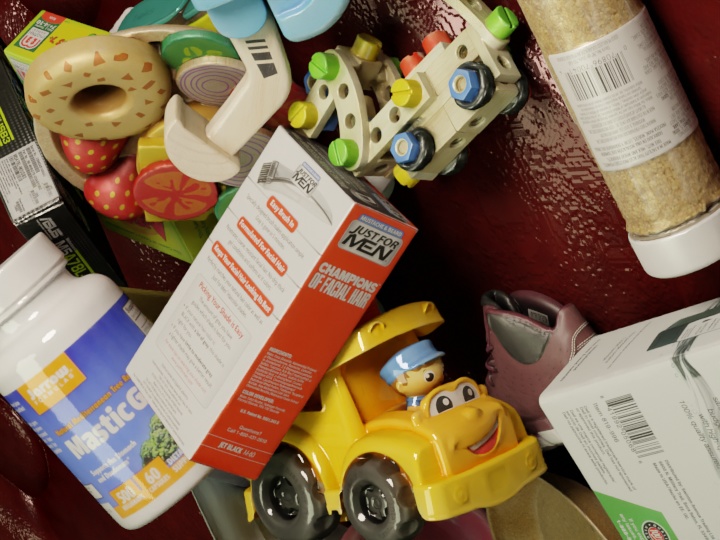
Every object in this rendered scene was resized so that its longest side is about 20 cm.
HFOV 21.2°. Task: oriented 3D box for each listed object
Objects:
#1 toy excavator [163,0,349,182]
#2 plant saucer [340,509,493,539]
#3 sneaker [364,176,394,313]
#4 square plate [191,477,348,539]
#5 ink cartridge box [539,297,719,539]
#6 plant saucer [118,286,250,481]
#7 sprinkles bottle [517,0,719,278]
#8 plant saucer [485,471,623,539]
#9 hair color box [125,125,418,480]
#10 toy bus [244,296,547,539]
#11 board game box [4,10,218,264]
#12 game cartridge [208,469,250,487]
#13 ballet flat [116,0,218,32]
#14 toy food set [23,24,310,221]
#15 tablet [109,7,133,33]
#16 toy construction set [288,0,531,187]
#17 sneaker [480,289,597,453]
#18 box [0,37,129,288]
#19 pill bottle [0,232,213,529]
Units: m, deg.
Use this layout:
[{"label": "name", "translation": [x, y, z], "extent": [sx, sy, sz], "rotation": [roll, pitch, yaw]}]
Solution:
[{"label": "toy excavator", "translation": [-0.062, -0.165, 1.205], "extent": [0.194, 0.100, 0.200], "rotation": [-21, 123, 9]}, {"label": "plant saucer", "translation": [0.039, 0.261, 1.464], "extent": [0.051, 0.200, 0.201], "rotation": [-3, 120, 49]}, {"label": "sneaker", "translation": [0.000, 0.000, 1.391], "extent": [0.118, 0.074, 0.200], "rotation": [37, 138, -6]}, {"label": "square plate", "translation": [-0.031, 0.245, 1.535], "extent": [0.200, 0.028, 0.198], "rotation": [28, -162, -38]}, {"label": "ink cartridge box", "translation": [0.232, 0.094, 1.170], "extent": [0.200, 0.083, 0.147], "rotation": [-21, 105, 45]}, {"label": "plant saucer", "translation": [-0.101, 0.097, 1.500], "extent": [0.200, 0.049, 0.200], "rotation": [41, -172, 13]}, {"label": "sprinkles bottle", "translation": [0.156, -0.096, 1.115], "extent": [0.068, 0.068, 0.201], "rotation": [-7, 116, 51]}, {"label": "plant saucer", "translation": [0.165, 0.219, 1.383], "extent": [0.200, 0.035, 0.201], "rotation": [47, 155, 29]}, {"label": "hair color box", "translation": [-0.060, 0.021, 1.257], "extent": [0.200, 0.064, 0.111], "rotation": [-57, 41, 13]}, {"label": "toy bus", "translation": [0.009, 0.077, 1.298], "extent": [0.200, 0.135, 0.193], "rotation": [-5, 98, 47]}, {"label": "board game box", "translation": [-0.180, -0.098, 1.451], "extent": [0.101, 0.048, 0.200], "rotation": [21, 150, 34]}, {"label": "game cartridge", "translation": [-0.151, 0.107, 1.520], "extent": [0.200, 0.042, 0.133], "rotation": [31, -173, -48]}, {"label": "ballet flat", "translation": [-0.101, -0.177, 1.349], "extent": [0.067, 0.067, 0.200], "rotation": [39, 153, -22]}, {"label": "toy food set", "translation": [-0.128, -0.097, 1.337], "extent": [0.197, 0.049, 0.200], "rotation": [-1, 142, -1]}, {"label": "tablet", "translation": [-0.175, -0.114, 1.524], "extent": [0.130, 0.014, 0.200], "rotation": [51, 145, 0]}, {"label": "toy construction set", "translation": [0.034, -0.132, 1.214], "extent": [0.131, 0.092, 0.200], "rotation": [64, 144, 25]}, {"label": "sneaker", "translation": [0.102, 0.072, 1.343], "extent": [0.200, 0.076, 0.116], "rotation": [-30, 93, 45]}, {"label": "box", "translation": [-0.250, -0.083, 1.474], "extent": [0.201, 0.047, 0.193], "rotation": [63, -179, 25]}, {"label": "pill bottle", "translation": [-0.189, 0.074, 1.357], "extent": [0.200, 0.112, 0.112], "rotation": [49, 146, -9]}]
